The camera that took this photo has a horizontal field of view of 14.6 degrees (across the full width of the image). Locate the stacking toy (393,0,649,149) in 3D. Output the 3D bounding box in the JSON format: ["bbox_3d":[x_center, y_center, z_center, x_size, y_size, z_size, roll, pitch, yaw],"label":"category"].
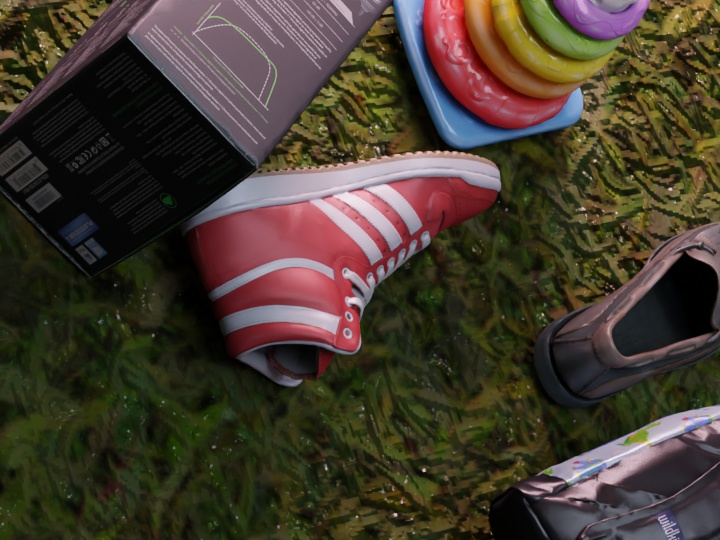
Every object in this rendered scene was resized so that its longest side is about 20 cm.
[{"bbox_3d":[0.119,-0.153,1.569,0.116,0.200,0.110,-14,81,-37],"label":"stacking toy"}]

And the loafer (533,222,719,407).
[{"bbox_3d":[0.187,0.022,1.638,0.200,0.063,0.072,-30,91,-38],"label":"loafer"}]

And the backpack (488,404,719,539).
[{"bbox_3d":[0.183,0.150,1.552,0.200,0.154,0.163,-30,89,-17],"label":"backpack"}]

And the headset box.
[{"bbox_3d":[-0.077,-0.116,1.436,0.093,0.174,0.200,45,52,-12],"label":"headset box"}]

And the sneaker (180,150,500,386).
[{"bbox_3d":[0.000,0.000,1.511,0.199,0.071,0.113,-8,76,-32],"label":"sneaker"}]
